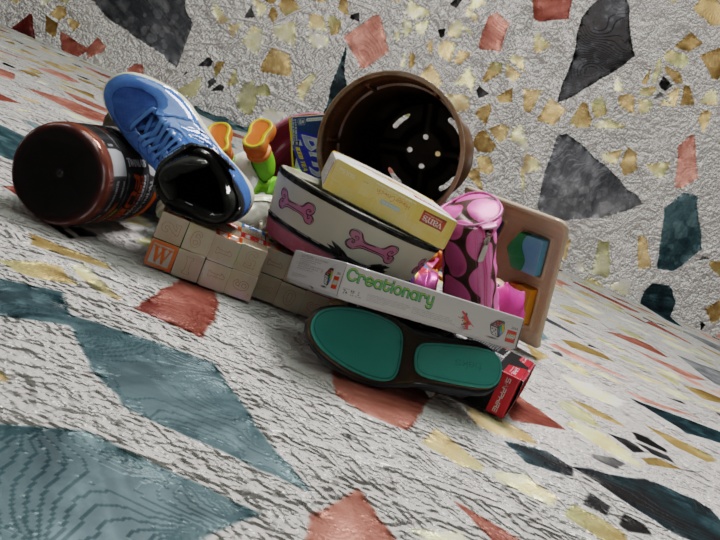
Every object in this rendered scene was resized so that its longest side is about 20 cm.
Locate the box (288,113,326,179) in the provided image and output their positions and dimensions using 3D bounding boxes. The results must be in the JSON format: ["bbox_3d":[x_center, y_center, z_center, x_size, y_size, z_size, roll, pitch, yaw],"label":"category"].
[{"bbox_3d":[-0.057,-0.119,1.289,0.070,0.200,0.064,-3,4,10],"label":"box"}]

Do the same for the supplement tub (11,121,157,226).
[{"bbox_3d":[-0.283,-0.106,0.986,0.107,0.107,0.200,24,10,6],"label":"supplement tub"}]

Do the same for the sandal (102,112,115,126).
[{"bbox_3d":[-0.246,-0.139,1.107,0.200,0.082,0.055,34,45,17],"label":"sandal"}]

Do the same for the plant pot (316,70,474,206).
[{"bbox_3d":[0.068,-0.166,1.255,0.200,0.200,0.198,26,13,15],"label":"plant pot"}]

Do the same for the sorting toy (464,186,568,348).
[{"bbox_3d":[0.203,-0.005,1.326,0.036,0.200,0.185,-13,29,-43],"label":"sorting toy"}]

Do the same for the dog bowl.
[{"bbox_3d":[-0.016,-0.041,1.008,0.200,0.074,0.200,28,7,-4],"label":"dog bowl"}]

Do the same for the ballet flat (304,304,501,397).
[{"bbox_3d":[0.036,0.083,0.862,0.200,0.073,0.073,15,11,-14],"label":"ballet flat"}]

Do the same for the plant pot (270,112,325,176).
[{"bbox_3d":[-0.059,-0.126,1.440,0.200,0.200,0.179,27,-5,23],"label":"plant pot"}]

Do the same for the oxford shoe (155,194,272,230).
[{"bbox_3d":[-0.153,-0.057,1.098,0.200,0.075,0.058,-1,65,-40],"label":"oxford shoe"}]

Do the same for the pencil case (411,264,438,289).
[{"bbox_3d":[0.000,0.000,1.154,0.200,0.088,0.088,24,9,-4],"label":"pencil case"}]

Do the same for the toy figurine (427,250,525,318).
[{"bbox_3d":[0.151,0.019,1.269,0.184,0.150,0.200,38,29,12],"label":"toy figurine"}]

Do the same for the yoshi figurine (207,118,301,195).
[{"bbox_3d":[-0.138,-0.122,1.207,0.112,0.112,0.200,41,-22,33],"label":"yoshi figurine"}]

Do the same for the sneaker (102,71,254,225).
[{"bbox_3d":[-0.192,-0.125,0.925,0.200,0.077,0.111,49,7,-7],"label":"sneaker"}]

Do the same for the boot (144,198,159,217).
[{"bbox_3d":[-0.221,-0.092,1.204,0.090,0.073,0.200,29,19,7],"label":"boot"}]

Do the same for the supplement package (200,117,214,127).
[{"bbox_3d":[-0.292,-0.181,1.345,0.117,0.117,0.200,24,9,1],"label":"supplement package"}]

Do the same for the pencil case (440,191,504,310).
[{"bbox_3d":[0.140,0.009,1.108,0.091,0.200,0.094,-24,35,-21],"label":"pencil case"}]

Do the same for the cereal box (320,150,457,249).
[{"bbox_3d":[0.026,-0.084,1.016,0.144,0.040,0.200,27,7,-8],"label":"cereal box"}]

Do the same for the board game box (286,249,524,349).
[{"bbox_3d":[0.042,0.028,0.878,0.200,0.035,0.126,17,-1,-26],"label":"board game box"}]

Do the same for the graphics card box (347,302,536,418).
[{"bbox_3d":[0.084,0.085,0.979,0.200,0.051,0.125,27,10,13],"label":"graphics card box"}]

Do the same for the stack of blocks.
[{"bbox_3d":[-0.125,-0.011,0.980,0.200,0.059,0.115,22,10,-12],"label":"stack of blocks"}]
